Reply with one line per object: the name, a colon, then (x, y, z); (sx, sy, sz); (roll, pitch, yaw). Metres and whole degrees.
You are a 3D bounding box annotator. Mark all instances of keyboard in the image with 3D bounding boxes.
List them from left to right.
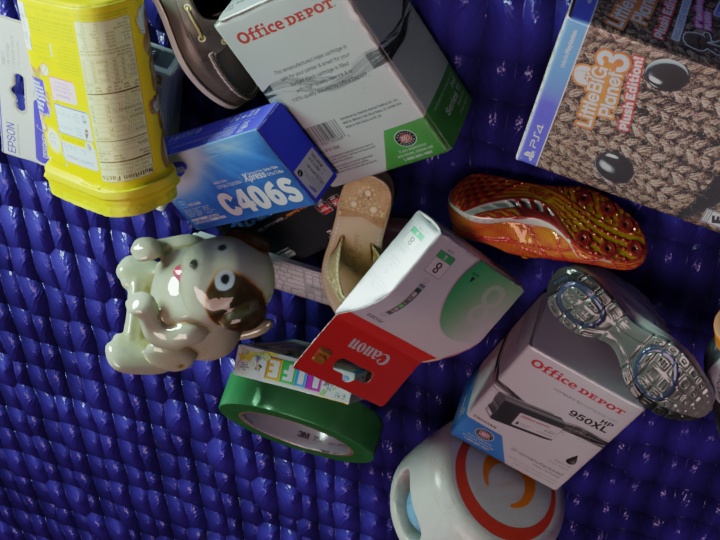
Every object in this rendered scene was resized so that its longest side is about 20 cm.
keyboard: (-0.090, 0.003, 1.357); (0.198, 0.011, 0.057); (17, 141, 14)

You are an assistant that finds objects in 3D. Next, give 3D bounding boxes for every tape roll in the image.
tape roll: (-0.072, 0.178, 1.519); (0.199, 0.049, 0.201); (16, 162, 5)

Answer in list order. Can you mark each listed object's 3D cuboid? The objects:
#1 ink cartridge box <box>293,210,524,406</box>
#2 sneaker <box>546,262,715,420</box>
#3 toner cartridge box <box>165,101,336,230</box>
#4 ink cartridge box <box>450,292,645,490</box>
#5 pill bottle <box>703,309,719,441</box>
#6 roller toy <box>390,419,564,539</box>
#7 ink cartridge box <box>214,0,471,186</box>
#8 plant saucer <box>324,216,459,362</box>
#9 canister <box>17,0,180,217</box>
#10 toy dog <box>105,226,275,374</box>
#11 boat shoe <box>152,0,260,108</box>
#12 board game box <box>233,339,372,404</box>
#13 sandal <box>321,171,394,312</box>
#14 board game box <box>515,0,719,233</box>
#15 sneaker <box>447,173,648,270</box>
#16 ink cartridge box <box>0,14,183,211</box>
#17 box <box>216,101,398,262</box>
ink cartridge box: (0.050, 0.055, 1.242); (0.161, 0.200, 0.050); (29, -168, -47)
sneaker: (0.275, 0.060, 1.220); (0.200, 0.087, 0.075); (48, 126, 5)
toner cartridge box: (-0.122, -0.098, 1.216); (0.199, 0.043, 0.095); (-9, 127, 48)
ink cartridge box: (0.208, 0.135, 1.360); (0.144, 0.085, 0.200); (28, 139, -4)
pill bottle: (0.398, 0.118, 1.230); (0.105, 0.107, 0.201); (-1, 133, 27)
roller toy: (0.134, 0.270, 1.465); (0.182, 0.200, 0.140); (44, 139, -1)
ink cartridge box: (-0.013, -0.189, 1.132); (0.146, 0.083, 0.200); (-12, 127, 37)
plant saucer: (0.048, 0.032, 1.359); (0.199, 0.051, 0.202); (14, 137, 13)
canister: (-0.251, -0.168, 1.185); (0.148, 0.086, 0.202); (20, 126, 41)
toy dog: (-0.164, 0.034, 1.323); (0.193, 0.141, 0.200); (23, 150, -20)
boat shoe: (-0.144, -0.239, 1.155); (0.060, 0.072, 0.203); (-5, 127, 37)
board game box: (-0.046, 0.111, 1.404); (0.133, 0.035, 0.200); (13, -178, 15)
sandal: (-0.006, -0.001, 1.250); (0.077, 0.070, 0.213); (10, 130, 6)
board game box: (0.252, -0.144, 1.036); (0.198, 0.097, 0.160); (20, 139, 6)
sneaker: (0.183, -0.043, 1.213); (0.199, 0.073, 0.077); (18, 155, 19)
ink cartridge box: (-0.287, -0.174, 1.316); (0.198, 0.044, 0.199); (20, 138, 4)
box: (-0.083, -0.089, 1.300); (0.199, 0.046, 0.159); (-23, 120, 42)
